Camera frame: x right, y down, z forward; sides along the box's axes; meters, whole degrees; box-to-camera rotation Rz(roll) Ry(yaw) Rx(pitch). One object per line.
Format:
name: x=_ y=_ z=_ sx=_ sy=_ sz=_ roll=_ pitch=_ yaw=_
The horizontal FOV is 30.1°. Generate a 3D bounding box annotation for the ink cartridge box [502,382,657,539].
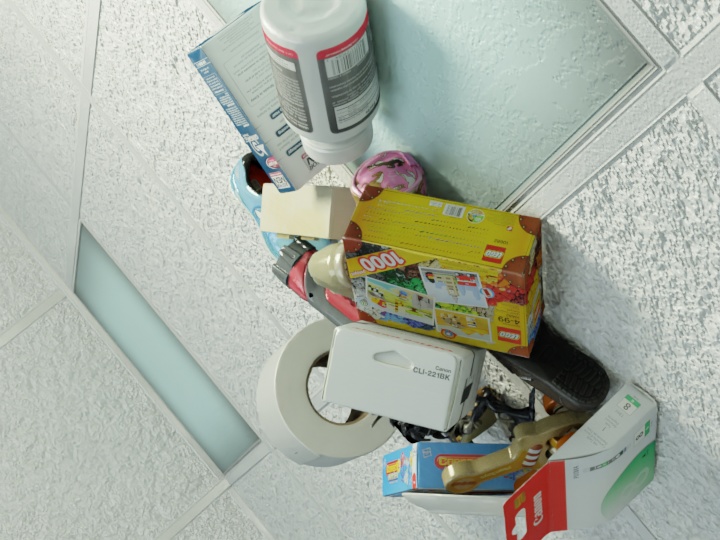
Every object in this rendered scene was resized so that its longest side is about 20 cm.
ink cartridge box: x=0.240 y=0.236 z=1.447 sx=0.050 sy=0.200 sz=0.162 roll=36 pitch=156 yaw=31

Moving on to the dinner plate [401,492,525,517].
dinner plate: x=0.148 y=0.286 z=1.624 sx=0.200 sy=0.197 sz=0.025 roll=156 pitch=117 yaw=-69

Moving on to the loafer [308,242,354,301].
loafer: x=0.000 y=0.000 z=1.639 sx=0.067 sy=0.077 sz=0.200 roll=4 pitch=170 yaw=26

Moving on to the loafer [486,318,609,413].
loafer: x=0.188 y=0.097 z=1.501 sx=0.200 sy=0.073 sz=0.071 roll=43 pitch=159 yaw=23

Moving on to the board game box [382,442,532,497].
board game box: x=0.143 y=0.256 z=1.697 sx=0.196 sy=0.197 sz=0.057 roll=134 pitch=138 yaw=-73

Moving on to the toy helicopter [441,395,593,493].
toy helicopter: x=0.191 y=0.219 z=1.564 sx=0.133 sy=0.198 sz=0.080 roll=56 pitch=-164 yaw=-53

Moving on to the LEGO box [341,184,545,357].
LEGO box: x=0.092 y=0.001 z=1.426 sx=0.197 sy=0.078 sz=0.150 roll=12 pitch=145 yaw=18

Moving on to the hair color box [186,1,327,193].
hair color box: x=-0.105 y=-0.201 z=1.576 sx=0.201 sy=0.100 sz=0.060 roll=56 pitch=159 yaw=-14

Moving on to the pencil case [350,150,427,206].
pencil case: x=0.047 y=-0.042 z=1.544 sx=0.082 sy=0.087 sz=0.201 roll=12 pitch=141 yaw=28

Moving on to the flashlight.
flashlight: x=-0.025 y=0.037 z=1.746 sx=0.199 sy=0.068 sz=0.068 roll=36 pitch=139 yaw=23

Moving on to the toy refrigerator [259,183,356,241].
toy refrigerator: x=-0.052 y=-0.071 z=1.686 sx=0.199 sy=0.075 sz=0.071 roll=10 pitch=96 yaw=61

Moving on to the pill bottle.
pill bottle: x=-0.037 y=-0.207 z=1.407 sx=0.110 sy=0.110 sz=0.201 roll=38 pitch=156 yaw=31

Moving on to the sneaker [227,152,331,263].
sneaker: x=-0.109 y=-0.079 z=1.830 sx=0.200 sy=0.078 sz=0.090 roll=47 pitch=156 yaw=10

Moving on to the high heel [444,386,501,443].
high heel: x=0.119 y=0.162 z=1.781 sx=0.143 sy=0.071 sz=0.201 roll=53 pitch=158 yaw=20

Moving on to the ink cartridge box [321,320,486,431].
ink cartridge box: x=0.052 y=0.110 z=1.481 sx=0.142 sy=0.085 sz=0.200 roll=13 pitch=-177 yaw=13

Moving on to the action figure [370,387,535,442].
action figure: x=0.114 y=0.159 z=1.632 sx=0.197 sy=0.104 sz=0.119 roll=3 pitch=175 yaw=7

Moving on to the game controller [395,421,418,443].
game controller: x=0.059 y=0.130 z=1.791 sx=0.104 sy=0.042 sz=0.203 roll=35 pitch=133 yaw=46

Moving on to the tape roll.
tape roll: x=-0.043 y=0.180 z=1.953 sx=0.203 sy=0.202 sz=0.139 roll=50 pitch=160 yaw=0
